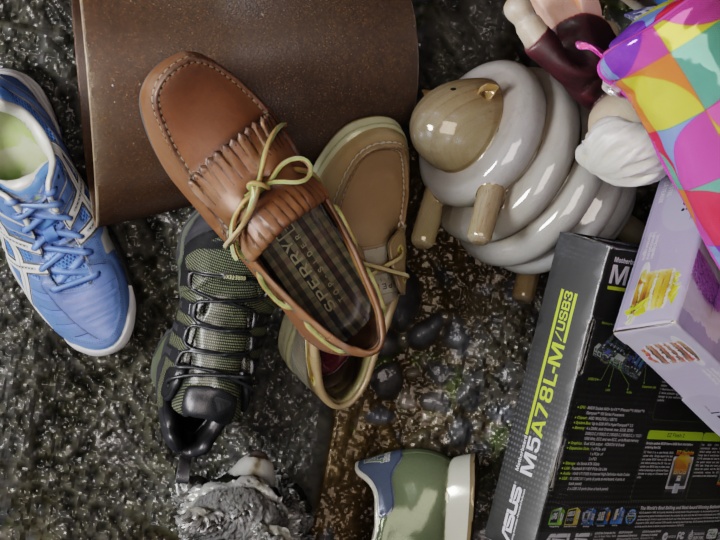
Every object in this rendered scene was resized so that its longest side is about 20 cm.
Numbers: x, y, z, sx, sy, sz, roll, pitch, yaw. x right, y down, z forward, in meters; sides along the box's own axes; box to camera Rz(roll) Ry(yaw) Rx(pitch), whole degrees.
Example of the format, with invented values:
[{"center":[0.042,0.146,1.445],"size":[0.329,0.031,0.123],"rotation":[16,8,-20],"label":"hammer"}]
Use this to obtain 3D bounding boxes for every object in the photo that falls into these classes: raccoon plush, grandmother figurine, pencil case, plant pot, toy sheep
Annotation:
[{"center":[-0.074,0.212,0.964],"size":[0.096,0.134,0.201],"rotation":[-5,96,0],"label":"raccoon plush"},{"center":[0.126,-0.138,0.872],"size":[0.061,0.121,0.201],"rotation":[-38,66,43],"label":"grandmother figurine"},{"center":[0.201,-0.059,0.801],"size":[0.088,0.088,0.200],"rotation":[-33,96,4],"label":"pencil case"},{"center":[-0.071,-0.127,0.920],"size":[0.199,0.187,0.188],"rotation":[-5,96,-12],"label":"plant pot"},{"center":[0.107,-0.057,0.938],"size":[0.200,0.138,0.138],"rotation":[29,97,-38],"label":"toy sheep"}]

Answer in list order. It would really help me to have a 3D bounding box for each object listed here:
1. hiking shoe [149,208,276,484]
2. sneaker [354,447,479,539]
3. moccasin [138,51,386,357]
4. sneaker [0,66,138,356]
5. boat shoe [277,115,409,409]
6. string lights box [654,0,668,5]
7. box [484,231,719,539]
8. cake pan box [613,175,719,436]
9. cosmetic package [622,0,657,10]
[{"center":[-0.082,0.042,0.926],"size":[0.075,0.101,0.201],"rotation":[5,134,-16],"label":"hiking shoe"},{"center":[0.025,0.214,1.004],"size":[0.089,0.067,0.201],"rotation":[7,96,7],"label":"sneaker"},{"center":[-0.050,-0.032,0.828],"size":[0.073,0.078,0.202],"rotation":[-34,112,-13],"label":"moccasin"},{"center":[-0.207,-0.033,0.969],"size":[0.075,0.077,0.201],"rotation":[-26,97,1],"label":"sneaker"},{"center":[0.000,0.000,0.935],"size":[0.074,0.066,0.201],"rotation":[-10,132,-25],"label":"boat shoe"},{"center":[0.245,-0.138,0.849],"size":[0.103,0.059,0.200],"rotation":[-35,94,-16],"label":"string lights box"},{"center":[0.178,0.082,0.938],"size":[0.199,0.047,0.194],"rotation":[6,97,-42],"label":"box"},{"center":[0.247,0.012,0.908],"size":[0.200,0.052,0.185],"rotation":[41,59,-29],"label":"cake pan box"},{"center":[0.249,-0.165,0.941],"size":[0.200,0.103,0.087],"rotation":[36,94,-2],"label":"cosmetic package"}]
